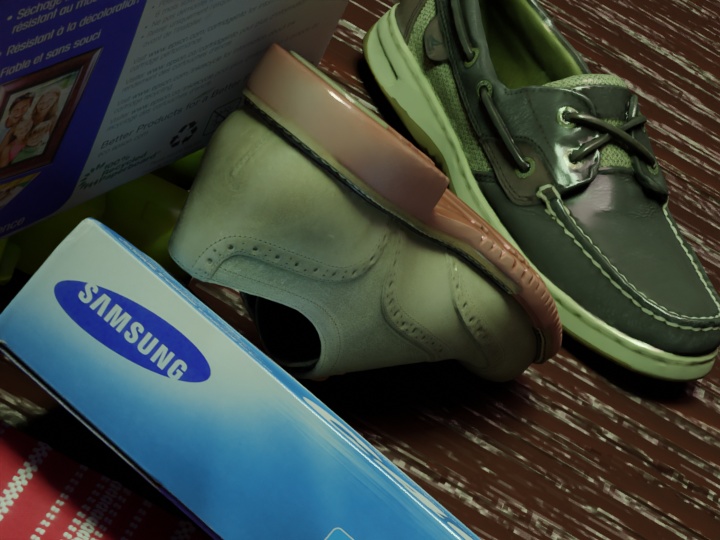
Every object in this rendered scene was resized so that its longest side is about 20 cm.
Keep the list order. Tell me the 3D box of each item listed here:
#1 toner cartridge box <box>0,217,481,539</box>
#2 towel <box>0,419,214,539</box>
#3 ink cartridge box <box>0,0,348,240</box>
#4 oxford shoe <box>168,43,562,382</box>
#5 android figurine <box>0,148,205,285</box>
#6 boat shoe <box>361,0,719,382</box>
[{"bbox_3d":[-0.001,0.071,0.721,0.200,0.043,0.095,40,-2,16],"label":"toner cartridge box"},{"bbox_3d":[-0.128,0.068,0.670,0.200,0.023,0.145,29,28,-2],"label":"towel"},{"bbox_3d":[-0.063,-0.088,0.698,0.198,0.200,0.043,-27,68,-38],"label":"ink cartridge box"},{"bbox_3d":[0.000,0.000,0.829,0.071,0.074,0.200,39,0,34],"label":"oxford shoe"},{"bbox_3d":[-0.138,-0.060,0.843,0.200,0.041,0.182,22,30,-16],"label":"android figurine"},{"bbox_3d":[0.070,-0.045,0.987,0.072,0.066,0.201,3,39,-41],"label":"boat shoe"}]
